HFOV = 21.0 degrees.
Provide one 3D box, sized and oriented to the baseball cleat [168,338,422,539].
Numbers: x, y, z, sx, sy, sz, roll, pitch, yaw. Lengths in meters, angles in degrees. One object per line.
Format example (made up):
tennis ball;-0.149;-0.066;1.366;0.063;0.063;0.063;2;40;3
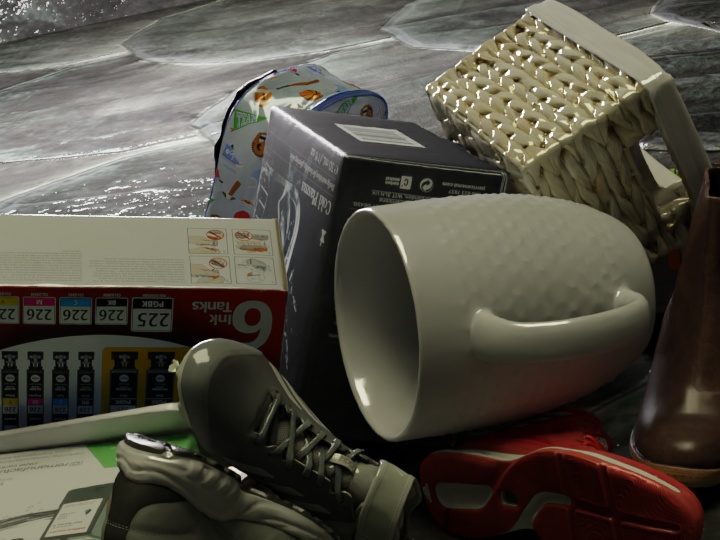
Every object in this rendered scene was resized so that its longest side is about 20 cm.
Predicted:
baseball cleat;-0.026;0.105;1.139;0.106;0.200;0.070;7;62;36

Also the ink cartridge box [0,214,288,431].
ink cartridge box;-0.155;0.057;1.282;0.199;0.176;0.084;0;37;-8

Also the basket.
basket;0.148;-0.087;1.374;0.123;0.136;0.200;-32;30;-4

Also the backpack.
backpack;-0.051;-0.080;1.707;0.154;0.191;0.200;19;30;27

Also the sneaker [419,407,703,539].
sneaker;0.141;0.118;1.176;0.200;0.079;0.115;8;27;42

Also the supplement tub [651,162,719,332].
supplement tub;0.286;-0.022;1.449;0.199;0.123;0.123;-7;18;11

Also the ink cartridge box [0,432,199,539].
ink cartridge box;-0.177;0.180;1.147;0.146;0.084;0.200;-7;18;10

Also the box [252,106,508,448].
box;0.000;0.000;1.380;0.124;0.197;0.200;5;12;-19

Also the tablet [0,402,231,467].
tablet;-0.183;0.124;1.278;0.199;0.014;0.130;-10;-23;17

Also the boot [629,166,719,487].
boot;0.215;0.033;1.238;0.072;0.167;0.200;5;20;14

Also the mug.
mug;0.099;0.026;1.204;0.175;0.148;0.200;-7;9;-20

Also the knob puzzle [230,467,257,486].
knob puzzle;-0.133;0.114;1.415;0.219;0.031;0.220;-10;18;3

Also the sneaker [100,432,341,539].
sneaker;-0.080;0.154;1.091;0.074;0.080;0.200;14;-13;37
